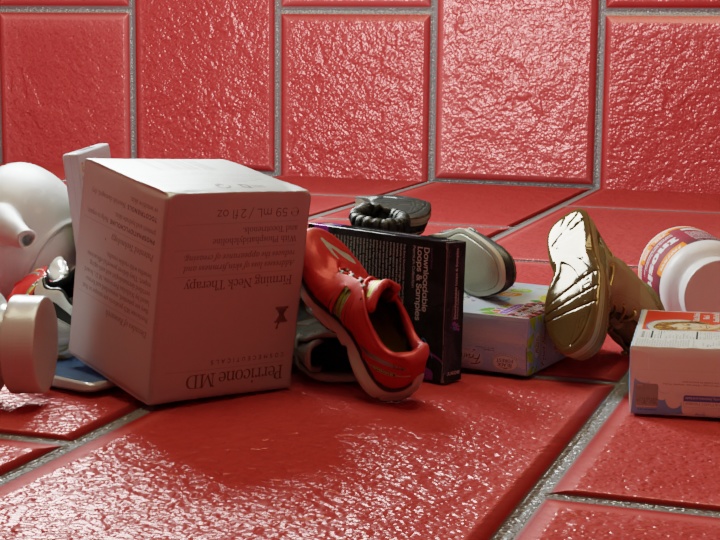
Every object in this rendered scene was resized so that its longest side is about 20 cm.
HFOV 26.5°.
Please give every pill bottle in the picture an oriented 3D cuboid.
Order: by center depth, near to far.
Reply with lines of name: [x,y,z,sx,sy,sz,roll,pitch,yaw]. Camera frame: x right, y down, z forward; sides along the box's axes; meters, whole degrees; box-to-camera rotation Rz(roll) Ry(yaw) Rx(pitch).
pill bottle: [-0.390,0.067,1.423,0.198,0.110,0.110,1,9,4]
pill bottle: [0.401,0.014,1.809,0.112,0.114,0.200,0,8,-1]

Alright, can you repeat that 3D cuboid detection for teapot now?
teapot: [-0.404,-0.025,1.892,0.146,0.198,0.200,30,36,16]

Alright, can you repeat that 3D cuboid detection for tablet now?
tablet: [-0.241,0.097,1.561,0.130,0.014,0.199,7,10,40]

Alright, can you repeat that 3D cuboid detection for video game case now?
video game case: [-0.327,-0.053,1.911,0.022,0.202,0.182,-6,8,4]

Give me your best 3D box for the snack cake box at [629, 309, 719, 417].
snack cake box: [0.322,0.087,1.481,0.114,0.068,0.200,1,8,14]

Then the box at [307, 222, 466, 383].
box: [0.023,0.030,1.586,0.036,0.144,0.199,-6,12,-44]

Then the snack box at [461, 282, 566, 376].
snack box: [0.143,0.058,1.661,0.168,0.068,0.200,6,9,29]

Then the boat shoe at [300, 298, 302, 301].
boat shoe: [-0.106,-0.001,1.594,0.199,0.076,0.072,-19,20,37]

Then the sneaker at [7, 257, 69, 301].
sneaker: [-0.355,0.045,1.714,0.084,0.077,0.200,-22,14,-9]

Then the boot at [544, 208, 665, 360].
boot: [0.262,0.048,1.610,0.073,0.155,0.201,-31,32,26]

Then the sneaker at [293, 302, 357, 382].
sneaker: [-0.049,0.072,1.552,0.199,0.076,0.092,5,15,35]

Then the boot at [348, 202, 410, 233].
boot: [0.003,0.000,1.724,0.079,0.159,0.211,-2,9,-19]

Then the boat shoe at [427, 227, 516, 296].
boat shoe: [0.132,-0.015,1.675,0.067,0.072,0.200,-7,8,-15]

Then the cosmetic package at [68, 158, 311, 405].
cosmetic package: [-0.168,0.004,1.487,0.167,0.201,0.166,-4,17,-38]

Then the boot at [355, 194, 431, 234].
boot: [0.036,-0.012,1.827,0.073,0.152,0.200,-1,7,-16]

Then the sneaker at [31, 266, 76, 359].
sneaker: [-0.263,0.032,1.596,0.075,0.088,0.199,34,28,27]

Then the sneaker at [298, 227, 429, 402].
sneaker: [0.007,0.027,1.464,0.077,0.085,0.200,-19,62,-35]
